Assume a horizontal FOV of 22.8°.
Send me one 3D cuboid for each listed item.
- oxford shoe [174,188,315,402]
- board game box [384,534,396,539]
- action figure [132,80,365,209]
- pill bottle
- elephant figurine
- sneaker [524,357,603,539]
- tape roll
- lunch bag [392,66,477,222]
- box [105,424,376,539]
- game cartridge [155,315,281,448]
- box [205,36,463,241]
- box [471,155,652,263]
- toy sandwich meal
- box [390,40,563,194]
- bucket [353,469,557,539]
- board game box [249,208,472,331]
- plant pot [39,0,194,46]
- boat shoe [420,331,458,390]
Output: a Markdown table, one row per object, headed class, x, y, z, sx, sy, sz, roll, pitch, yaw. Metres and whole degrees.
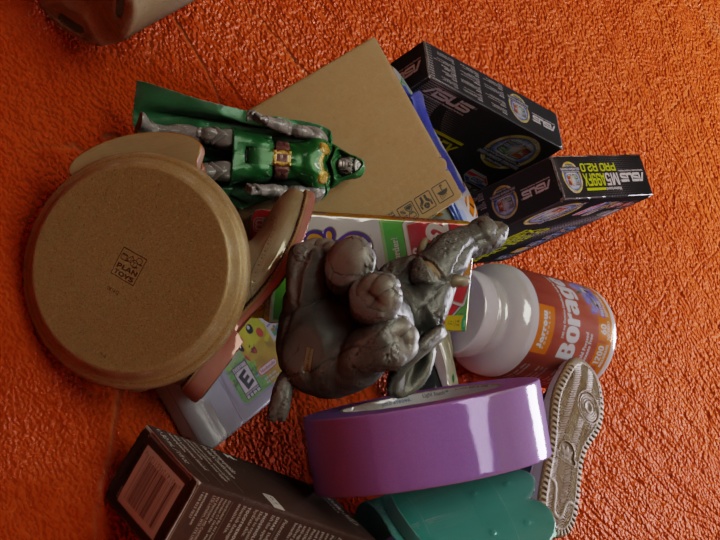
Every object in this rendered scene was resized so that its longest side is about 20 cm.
| class | x | y | z | sx | sy | sz | roll | pitch | yaw |
| --- | --- | --- | --- | --- | --- | --- | --- | --- | --- |
| oxford shoe | -0.106 | 0.005 | 1.448 | 0.074 | 0.071 | 0.201 | 34 | 70 | -5 |
| board game box | 0.027 | 0.323 | 1.385 | 0.135 | 0.035 | 0.201 | -36 | 111 | -6 |
| action figure | -0.091 | -0.095 | 1.501 | 0.198 | 0.055 | 0.119 | 3 | 86 | -17 |
| pill bottle | 0.156 | 0.055 | 1.776 | 0.199 | 0.112 | 0.113 | 13 | 63 | -45 |
| elephant figurine | 0.026 | 0.037 | 1.464 | 0.200 | 0.154 | 0.143 | -4 | 84 | -61 |
| sneaker | 0.166 | 0.178 | 1.729 | 0.070 | 0.108 | 0.201 | 39 | 50 | -25 |
| tape roll | 0.055 | 0.136 | 1.469 | 0.199 | 0.199 | 0.066 | -8 | 88 | -50 |
| lunch bag | 0.009 | -0.086 | 1.634 | 0.201 | 0.160 | 0.076 | 58 | 30 | -9 |
| box | -0.092 | 0.200 | 1.419 | 0.199 | 0.100 | 0.075 | 27 | 96 | -40 |
| game cartridge | -0.110 | 0.053 | 1.535 | 0.134 | 0.040 | 0.200 | 58 | 40 | -6 |
| box | -0.032 | -0.084 | 1.551 | 0.199 | 0.021 | 0.164 | -31 | 97 | -10 |
| box | 0.162 | -0.057 | 1.757 | 0.160 | 0.199 | 0.045 | -6 | 75 | -50 |
| toy sandwich meal | -0.174 | -0.005 | 1.407 | 0.070 | 0.204 | 0.207 | 32 | 41 | -78 |
| box | 0.073 | -0.133 | 1.731 | 0.199 | 0.160 | 0.045 | 23 | 50 | -42 |
| bucket | 0.083 | 0.265 | 1.506 | 0.134 | 0.207 | 0.209 | -12 | 80 | -17 |
| board game box | 0.000 | 0.000 | 1.538 | 0.198 | 0.030 | 0.096 | 3 | 97 | -15 |
| plant pot | -0.187 | -0.293 | 1.510 | 0.183 | 0.200 | 0.201 | -45 | 107 | -37 |
| boat shoe | 0.063 | 0.127 | 1.682 | 0.072 | 0.067 | 0.202 | -50 | 127 | -74 |
